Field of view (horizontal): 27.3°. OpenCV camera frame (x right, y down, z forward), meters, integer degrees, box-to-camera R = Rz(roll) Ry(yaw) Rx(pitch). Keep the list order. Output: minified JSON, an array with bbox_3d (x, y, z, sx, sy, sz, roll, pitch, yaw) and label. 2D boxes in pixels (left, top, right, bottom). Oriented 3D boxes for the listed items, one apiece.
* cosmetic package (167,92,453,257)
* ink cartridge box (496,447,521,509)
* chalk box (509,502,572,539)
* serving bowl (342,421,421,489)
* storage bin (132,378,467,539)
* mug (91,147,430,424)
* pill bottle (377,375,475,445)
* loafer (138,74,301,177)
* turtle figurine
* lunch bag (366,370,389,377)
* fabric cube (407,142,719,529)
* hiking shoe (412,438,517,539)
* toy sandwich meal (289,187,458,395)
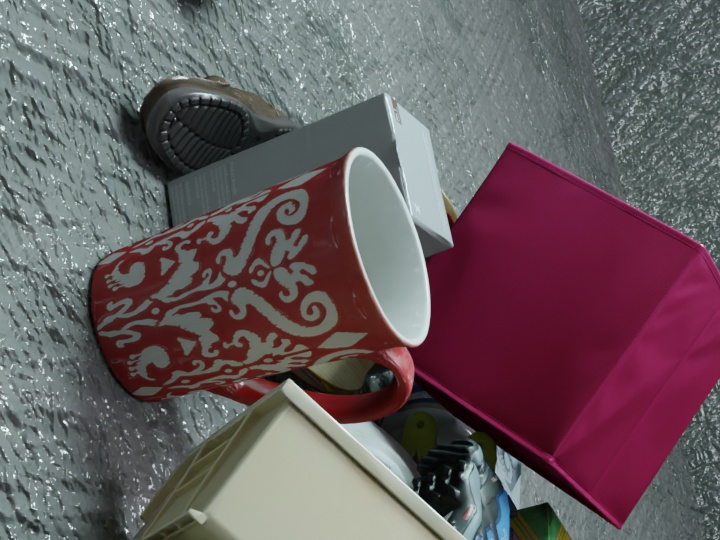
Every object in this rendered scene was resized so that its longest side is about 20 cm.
[{"bbox_3d":[-0.040,-0.043,1.117,0.090,0.199,0.108,34,43,-60],"label":"cosmetic package"},{"bbox_3d":[0.126,0.167,1.635,0.201,0.040,0.200,-83,150,-49],"label":"ink cartridge box"},{"bbox_3d":[0.118,0.308,1.163,0.201,0.123,0.125,-87,153,-46],"label":"chalk box"},{"bbox_3d":[-0.006,0.174,1.108,0.199,0.066,0.201,32,31,-22],"label":"serving bowl"},{"bbox_3d":[-0.028,0.187,0.865,0.200,0.198,0.094,42,61,-6],"label":"storage bin"},{"bbox_3d":[-0.063,0.032,0.992,0.133,0.199,0.179,-17,90,-71],"label":"mug"},{"bbox_3d":[0.079,0.133,1.428,0.112,0.110,0.200,65,21,-21],"label":"pill bottle"},{"bbox_3d":[-0.122,-0.118,1.182,0.071,0.073,0.200,42,11,20],"label":"loafer"},{"bbox_3d":[0.082,0.182,1.254,0.065,0.199,0.162,-50,162,-24],"label":"turtle figurine"},{"bbox_3d":[-0.004,0.001,1.365,0.200,0.082,0.162,45,37,-51],"label":"lunch bag"},{"bbox_3d":[0.167,0.056,1.202,0.196,0.200,0.200,31,-7,34],"label":"fabric cube"},{"bbox_3d":[0.070,0.215,1.045,0.087,0.074,0.201,45,46,-24],"label":"hiking shoe"},{"bbox_3d":[0.000,0.000,1.219,0.070,0.204,0.207,-159,-133,-75],"label":"toy sandwich meal"}]
